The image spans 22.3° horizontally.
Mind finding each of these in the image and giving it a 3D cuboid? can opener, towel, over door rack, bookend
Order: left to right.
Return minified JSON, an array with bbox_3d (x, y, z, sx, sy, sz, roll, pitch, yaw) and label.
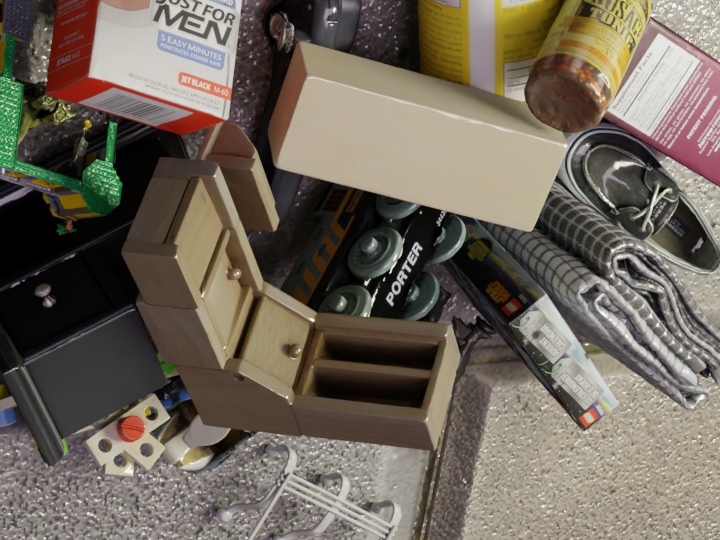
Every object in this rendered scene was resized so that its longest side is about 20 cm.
[{"bbox_3d":[-0.177,0.004,1.277,0.198,0.200,0.092,-27,132,-11],"label":"bookend"},{"bbox_3d":[-0.065,0.262,1.554,0.148,0.066,0.201,31,79,-36],"label":"over door rack"},{"bbox_3d":[-0.047,-0.123,1.364,0.078,0.063,0.201,4,114,-30],"label":"can opener"},{"bbox_3d":[0.210,0.014,1.511,0.086,0.166,0.200,-51,127,0],"label":"towel"}]

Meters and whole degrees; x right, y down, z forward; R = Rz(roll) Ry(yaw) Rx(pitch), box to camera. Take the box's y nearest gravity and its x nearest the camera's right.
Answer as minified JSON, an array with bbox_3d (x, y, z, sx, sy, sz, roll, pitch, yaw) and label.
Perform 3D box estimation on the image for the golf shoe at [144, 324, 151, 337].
[{"bbox_3d":[-0.090,0.069,1.457,0.097,0.078,0.200,-38,127,22],"label":"golf shoe"}]

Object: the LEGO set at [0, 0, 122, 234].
[{"bbox_3d":[-0.240,-0.125,1.232,0.153,0.116,0.201,4,84,-50],"label":"LEGO set"}]

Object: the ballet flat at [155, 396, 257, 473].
[{"bbox_3d":[-0.121,0.117,1.397,0.074,0.075,0.200,4,153,-29],"label":"ballet flat"}]

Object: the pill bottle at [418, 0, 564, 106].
[{"bbox_3d":[0.099,-0.171,1.383,0.111,0.111,0.201,-14,122,-20],"label":"pill bottle"}]

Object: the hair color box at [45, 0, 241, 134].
[{"bbox_3d":[-0.136,-0.203,1.209,0.111,0.064,0.201,14,74,-37],"label":"hair color box"}]

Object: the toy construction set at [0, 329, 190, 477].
[{"bbox_3d":[-0.188,0.092,1.340,0.131,0.200,0.093,-15,99,-29],"label":"toy construction set"}]

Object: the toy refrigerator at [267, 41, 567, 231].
[{"bbox_3d":[0.040,-0.097,1.318,0.199,0.070,0.076,13,117,-16],"label":"toy refrigerator"}]

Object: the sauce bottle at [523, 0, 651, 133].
[{"bbox_3d":[0.178,-0.187,1.339,0.066,0.066,0.200,59,42,-37],"label":"sauce bottle"}]

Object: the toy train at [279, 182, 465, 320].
[{"bbox_3d":[0.000,0.000,1.387,0.085,0.114,0.201,47,61,-39],"label":"toy train"}]

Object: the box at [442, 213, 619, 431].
[{"bbox_3d":[0.117,0.025,1.444,0.040,0.200,0.137,-38,126,0],"label":"box"}]

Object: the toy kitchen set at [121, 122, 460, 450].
[{"bbox_3d":[-0.033,-0.008,1.235,0.180,0.164,0.200,5,144,18],"label":"toy kitchen set"}]

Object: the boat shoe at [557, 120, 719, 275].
[{"bbox_3d":[0.244,-0.062,1.543,0.200,0.071,0.072,31,100,-35],"label":"boat shoe"}]

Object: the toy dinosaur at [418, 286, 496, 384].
[{"bbox_3d":[0.051,0.073,1.431,0.077,0.200,0.102,36,101,-17],"label":"toy dinosaur"}]

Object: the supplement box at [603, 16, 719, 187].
[{"bbox_3d":[0.246,-0.145,1.474,0.200,0.110,0.086,25,103,-35],"label":"supplement box"}]
